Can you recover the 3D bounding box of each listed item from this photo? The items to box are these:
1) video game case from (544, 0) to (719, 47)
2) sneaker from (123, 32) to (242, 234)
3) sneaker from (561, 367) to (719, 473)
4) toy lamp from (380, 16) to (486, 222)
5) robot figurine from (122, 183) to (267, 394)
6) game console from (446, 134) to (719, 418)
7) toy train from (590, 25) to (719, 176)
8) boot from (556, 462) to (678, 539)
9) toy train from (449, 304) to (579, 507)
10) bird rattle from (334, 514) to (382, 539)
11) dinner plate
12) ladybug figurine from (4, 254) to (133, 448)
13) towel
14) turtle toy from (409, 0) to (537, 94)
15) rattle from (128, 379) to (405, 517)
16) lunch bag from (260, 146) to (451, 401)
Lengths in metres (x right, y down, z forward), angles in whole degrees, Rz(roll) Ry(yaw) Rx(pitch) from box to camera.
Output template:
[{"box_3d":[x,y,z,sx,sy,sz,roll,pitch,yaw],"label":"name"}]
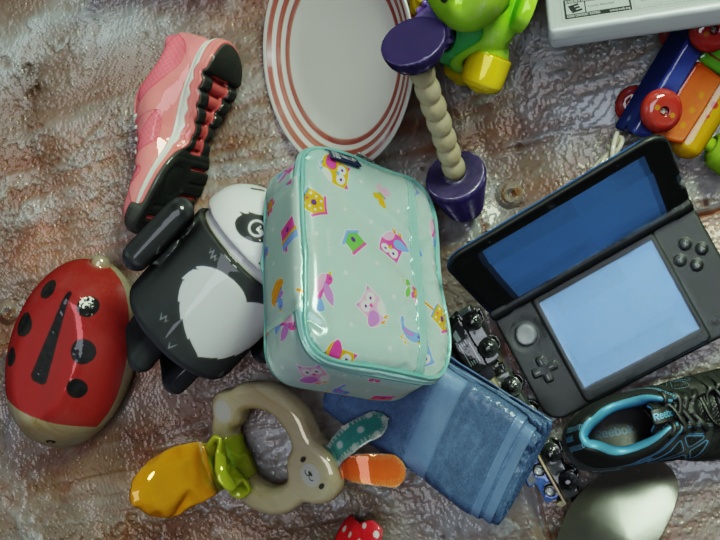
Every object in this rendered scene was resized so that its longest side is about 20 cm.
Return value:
[{"box_3d":[0.246,-0.262,0.694,0.195,0.022,0.185,-5,55,13],"label":"video game case"},{"box_3d":[-0.187,-0.135,0.830,0.086,0.073,0.204,26,93,24],"label":"sneaker"},{"box_3d":[0.268,0.126,0.710,0.196,0.082,0.075,-18,71,6],"label":"sneaker"},{"box_3d":[0.067,-0.114,0.707,0.057,0.201,0.059,-10,51,13],"label":"toy lamp"},{"box_3d":[-0.130,0.017,0.781,0.200,0.150,0.125,-46,70,8],"label":"robot figurine"},{"box_3d":[0.198,0.016,0.706,0.198,0.118,0.173,-30,84,17],"label":"game console"},{"box_3d":[0.273,-0.114,0.721,0.114,0.085,0.203,28,102,-7],"label":"toy train"},{"box_3d":[0.207,0.252,0.749,0.073,0.076,0.201,34,80,33],"label":"boot"},{"box_3d":[0.136,0.126,0.772,0.045,0.034,0.202,-32,84,15],"label":"toy train"},{"box_3d":[0.015,0.332,0.768,0.160,0.112,0.205,7,83,28],"label":"bird rattle"},{"box_3d":[-0.019,-0.192,0.764,0.198,0.024,0.205,15,111,45],"label":"dinner plate"},{"box_3d":[-0.292,0.081,0.847,0.133,0.072,0.204,18,95,12],"label":"ladybug figurine"},{"box_3d":[0.063,0.129,0.766,0.198,0.048,0.114,31,109,19],"label":"towel"},{"box_3d":[0.089,-0.228,0.694,0.099,0.200,0.149,17,105,-10],"label":"turtle toy"},{"box_3d":[-0.079,0.171,0.748,0.196,0.142,0.133,11,89,33],"label":"rattle"},{"box_3d":[0.000,0.000,0.709,0.077,0.158,0.204,-35,50,49],"label":"lunch bag"}]
